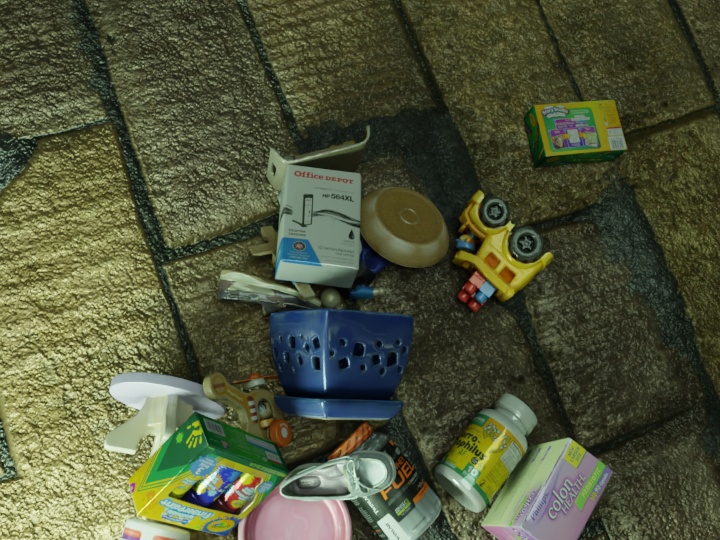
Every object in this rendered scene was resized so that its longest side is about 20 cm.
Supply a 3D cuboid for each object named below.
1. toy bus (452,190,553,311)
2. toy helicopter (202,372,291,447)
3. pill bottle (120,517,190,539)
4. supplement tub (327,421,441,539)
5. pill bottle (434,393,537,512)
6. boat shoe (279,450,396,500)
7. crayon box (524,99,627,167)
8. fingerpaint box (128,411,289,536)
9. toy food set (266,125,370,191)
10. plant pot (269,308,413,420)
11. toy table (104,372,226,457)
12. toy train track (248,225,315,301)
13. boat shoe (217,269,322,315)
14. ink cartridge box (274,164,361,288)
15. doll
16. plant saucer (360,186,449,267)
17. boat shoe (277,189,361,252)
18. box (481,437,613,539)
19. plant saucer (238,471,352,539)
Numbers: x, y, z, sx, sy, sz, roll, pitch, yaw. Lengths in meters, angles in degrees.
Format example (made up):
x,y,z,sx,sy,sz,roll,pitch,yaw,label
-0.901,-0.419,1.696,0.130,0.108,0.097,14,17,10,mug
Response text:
x,y,z,sx,sy,sz,roll,pitch,yaw,label
0.247,-0.027,1.558,0.200,0.136,0.192,43,87,6,toy bus
-0.198,0.223,1.373,0.078,0.200,0.134,-17,51,28,toy helicopter
-0.354,0.514,1.278,0.109,0.112,0.203,15,71,-6,pill bottle
0.039,0.376,1.390,0.122,0.123,0.201,-39,84,-19,supplement tub
0.234,0.328,1.447,0.113,0.113,0.200,42,71,4,pill bottle
-0.037,0.347,1.312,0.198,0.065,0.076,-11,89,20,boat shoe
0.463,-0.296,1.705,0.196,0.058,0.121,-6,75,-13,crayon box
-0.241,0.335,1.279,0.167,0.199,0.074,-44,47,10,fingerpaint box
-0.081,-0.223,1.532,0.197,0.144,0.061,-17,77,-15,toy food set
-0.037,0.166,1.378,0.197,0.199,0.184,8,79,-35,plant pot
-0.332,0.259,1.336,0.196,0.185,0.119,8,56,-7,toy table
-0.139,-0.008,1.481,0.113,0.033,0.201,-11,46,-29,toy train track
-0.171,0.052,1.476,0.197,0.072,0.066,17,86,-12,boat shoe
-0.076,-0.082,1.446,0.143,0.085,0.203,6,63,-10,ink cartridge box
0.000,0.000,1.530,0.200,0.049,0.136,-42,73,-17,doll
0.089,-0.097,1.545,0.197,0.036,0.203,12,50,-15,plant saucer
-0.079,-0.086,1.528,0.199,0.057,0.069,41,62,9,boat shoe
0.325,0.405,1.396,0.096,0.200,0.177,36,70,2,box
-0.114,0.455,1.375,0.196,0.051,0.204,3,73,-9,plant saucer
